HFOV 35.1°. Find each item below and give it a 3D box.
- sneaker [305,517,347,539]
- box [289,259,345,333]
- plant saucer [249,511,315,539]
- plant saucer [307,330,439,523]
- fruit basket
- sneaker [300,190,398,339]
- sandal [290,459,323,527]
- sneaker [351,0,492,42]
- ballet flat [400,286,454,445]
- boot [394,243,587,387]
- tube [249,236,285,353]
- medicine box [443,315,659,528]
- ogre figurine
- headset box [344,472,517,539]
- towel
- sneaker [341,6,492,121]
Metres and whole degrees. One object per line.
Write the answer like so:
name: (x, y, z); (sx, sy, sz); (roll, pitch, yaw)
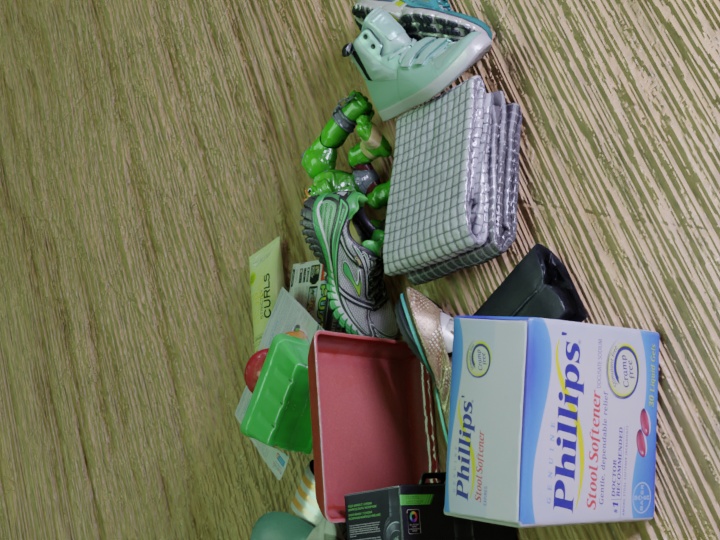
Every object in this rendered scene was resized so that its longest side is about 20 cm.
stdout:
sneaker: (-0.048, 0.340, 1.239); (0.099, 0.200, 0.078); (-38, 93, 6)
box: (-0.061, 0.088, 1.466); (0.110, 0.034, 0.202); (-8, 72, 57)
plant saucer: (-0.076, 0.393, 1.396); (0.199, 0.036, 0.202); (23, 126, 35)
plant saucer: (0.011, 0.177, 1.269); (0.036, 0.199, 0.202); (-16, 72, 39)
fruit basket: (-0.093, 0.135, 1.406); (0.187, 0.093, 0.200); (-69, 20, 8)
sneaker: (0.000, 0.000, 1.361); (0.084, 0.078, 0.202); (-12, 110, 34)
sandal: (-0.053, 0.306, 1.387); (0.079, 0.059, 0.209); (26, 108, 47)
sneaker: (0.078, -0.308, 1.361); (0.199, 0.078, 0.080); (27, 68, 35)
ballet flat: (0.102, 0.106, 1.211); (0.065, 0.070, 0.202); (-20, 88, 14)
boot: (0.137, 0.041, 1.241); (0.166, 0.065, 0.200); (57, 132, 22)
tube: (-0.126, 0.059, 1.569); (0.057, 0.052, 0.202); (-9, 68, 7)
medicine box: (0.183, 0.141, 1.074); (0.102, 0.199, 0.185); (-2, 83, 49)
ogre figurine: (-0.006, -0.107, 1.419); (0.119, 0.098, 0.201); (-29, 95, 30)
headset box: (0.080, 0.314, 1.189); (0.092, 0.173, 0.202); (-21, 67, 46)
towel: (0.103, -0.097, 1.284); (0.165, 0.085, 0.202); (-22, 58, 54)
sneaker: (0.056, -0.254, 1.298); (0.200, 0.074, 0.119); (-21, 105, 53)
